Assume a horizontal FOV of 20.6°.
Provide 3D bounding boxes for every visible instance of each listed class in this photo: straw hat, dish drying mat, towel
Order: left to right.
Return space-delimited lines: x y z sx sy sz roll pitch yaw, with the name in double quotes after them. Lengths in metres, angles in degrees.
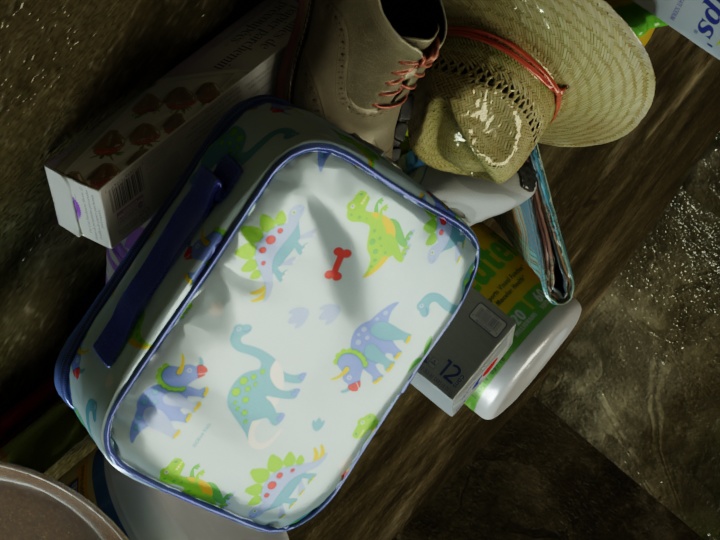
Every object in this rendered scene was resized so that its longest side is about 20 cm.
-0.198 0.113 1.197 0.200 0.018 0.086 -42 171 -30 "towel"
-0.175 0.074 1.246 0.200 0.018 0.077 -41 167 -41 "dish drying mat"
0.069 -0.097 1.144 0.201 0.201 0.085 103 13 -68 "straw hat"
0.101 -0.070 1.387 0.022 0.147 0.200 -19 -159 -4 "towel"

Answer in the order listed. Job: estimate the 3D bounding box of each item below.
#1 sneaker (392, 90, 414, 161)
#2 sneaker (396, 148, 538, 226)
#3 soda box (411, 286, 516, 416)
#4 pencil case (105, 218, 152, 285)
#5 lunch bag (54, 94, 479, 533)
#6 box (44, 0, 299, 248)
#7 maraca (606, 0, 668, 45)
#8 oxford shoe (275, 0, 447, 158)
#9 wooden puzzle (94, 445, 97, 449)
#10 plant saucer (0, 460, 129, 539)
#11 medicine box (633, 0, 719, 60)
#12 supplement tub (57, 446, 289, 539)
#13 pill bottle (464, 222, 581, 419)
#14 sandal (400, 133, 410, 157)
-0.033 -0.036 1.134 0.076 0.087 0.201 16 92 -41 "sneaker"
0.030 -0.027 1.288 0.200 0.075 0.087 -12 -119 39 "sneaker"
0.000 0.000 1.217 0.063 0.200 0.068 -50 170 -8 "soda box"
-0.111 0.010 1.112 0.084 0.086 0.200 -30 161 -24 "pencil case"
-0.047 0.022 0.997 0.161 0.082 0.200 28 99 -39 "lunch bag"
-0.078 -0.084 1.017 0.200 0.039 0.042 -43 143 -34 "box"
0.148 -0.178 1.378 0.137 0.107 0.200 -14 -163 -2 "maraca"
0.004 -0.106 1.018 0.070 0.075 0.201 -36 136 -41 "oxford shoe"
-0.115 0.100 1.310 0.200 0.046 0.185 -42 -172 20 "wooden puzzle"
-0.202 0.185 1.081 0.201 0.200 0.037 -54 -173 20 "plant saucer"
0.241 -0.251 1.325 0.182 0.200 0.103 -39 160 -44 "medicine box"
-0.154 0.196 1.177 0.200 0.145 0.145 -40 173 18 "supplement tub"
0.054 0.007 1.456 0.111 0.200 0.111 -48 169 -12 "pill bottle"
0.035 -0.107 1.347 0.200 0.079 0.087 120 -16 -76 "sandal"
